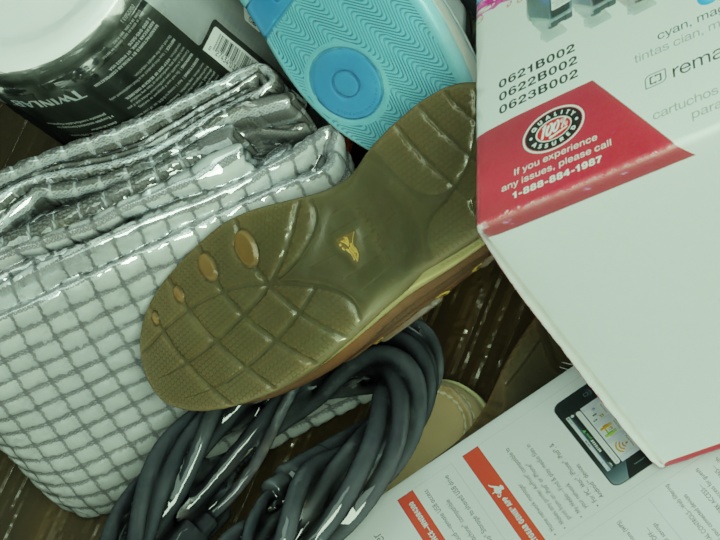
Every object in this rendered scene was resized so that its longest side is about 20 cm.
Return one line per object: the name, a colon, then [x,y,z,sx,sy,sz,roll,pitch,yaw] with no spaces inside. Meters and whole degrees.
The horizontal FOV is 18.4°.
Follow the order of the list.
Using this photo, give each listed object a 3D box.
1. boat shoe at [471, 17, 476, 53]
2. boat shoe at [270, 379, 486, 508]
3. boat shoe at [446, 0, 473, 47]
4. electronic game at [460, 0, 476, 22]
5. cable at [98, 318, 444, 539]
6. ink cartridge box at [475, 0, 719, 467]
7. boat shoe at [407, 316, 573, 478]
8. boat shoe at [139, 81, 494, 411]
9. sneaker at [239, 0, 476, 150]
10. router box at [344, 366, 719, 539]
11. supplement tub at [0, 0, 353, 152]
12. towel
boat shoe: [0.020,-0.148,1.067,0.071,0.076,0.201,-7,59,3]
boat shoe: [-0.014,0.123,0.940,0.072,0.065,0.200,33,77,31]
boat shoe: [0.012,-0.128,0.990,0.070,0.072,0.201,-5,58,2]
electronic game: [0.111,-0.142,0.988,0.042,0.199,0.201,-45,44,45]
cable: [-0.045,0.086,0.875,0.200,0.051,0.163,-43,13,-11]
ink cartridge box: [0.134,-0.066,0.792,0.145,0.145,0.201,-23,40,23]
boat shoe: [0.061,0.102,0.918,0.072,0.076,0.200,36,79,26]
boat shoe: [0.000,-0.001,0.876,0.200,0.067,0.072,-33,68,25]
sneaker: [0.000,-0.142,0.918,0.200,0.131,0.079,50,126,-3]
router box: [0.107,0.113,0.788,0.179,0.049,0.200,-33,38,-1]
supplement tub: [-0.089,-0.099,1.000,0.122,0.200,0.123,-11,64,25]
towel: [-0.083,0.008,0.970,0.199,0.166,0.086,-25,50,4]
